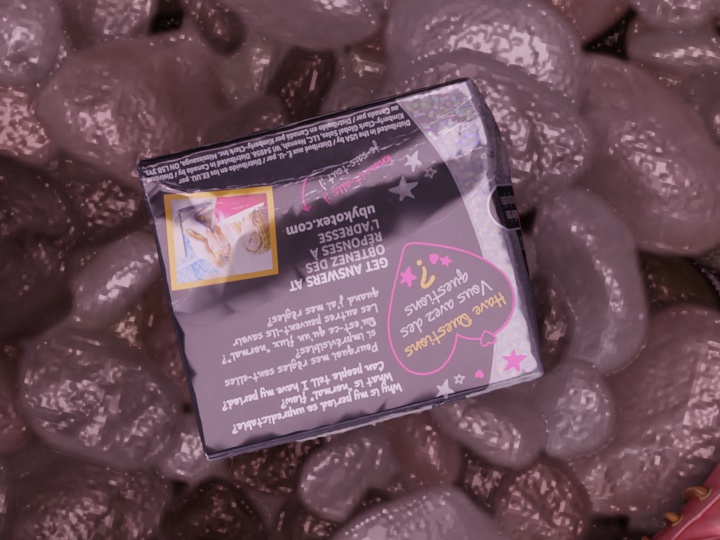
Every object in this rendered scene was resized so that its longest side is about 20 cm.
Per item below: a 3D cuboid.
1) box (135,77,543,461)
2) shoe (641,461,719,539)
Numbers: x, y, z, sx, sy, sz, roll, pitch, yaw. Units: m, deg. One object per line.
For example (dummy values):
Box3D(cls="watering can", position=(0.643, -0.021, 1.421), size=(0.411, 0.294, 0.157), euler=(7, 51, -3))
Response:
Box3D(cls="box", position=(0.000, 0.000, 0.956), size=(0.131, 0.200, 0.116), euler=(-14, 91, 3))
Box3D(cls="shoe", position=(0.144, 0.122, 1.018), size=(0.198, 0.072, 0.092), euler=(-6, 64, 17))
